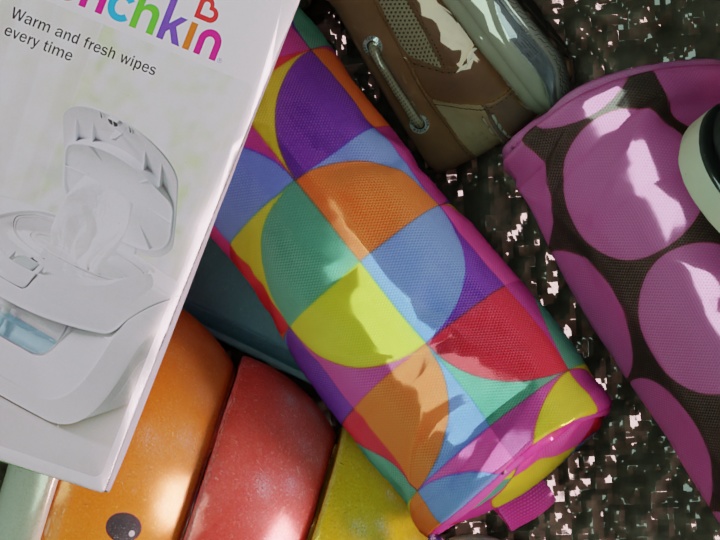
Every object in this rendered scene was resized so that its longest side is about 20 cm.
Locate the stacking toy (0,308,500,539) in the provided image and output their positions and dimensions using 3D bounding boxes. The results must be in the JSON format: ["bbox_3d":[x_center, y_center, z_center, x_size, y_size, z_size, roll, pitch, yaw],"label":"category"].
[{"bbox_3d":[-0.026,0.090,0.941,0.199,0.146,0.147,17,93,-1],"label":"stacking toy"}]

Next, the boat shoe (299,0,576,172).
[{"bbox_3d":[-0.008,-0.121,0.957,0.072,0.076,0.200,-40,77,12],"label":"boat shoe"}]

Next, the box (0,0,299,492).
[{"bbox_3d":[-0.113,-0.048,0.852,0.096,0.200,0.177,20,95,-25],"label":"box"}]

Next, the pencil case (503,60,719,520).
[{"bbox_3d":[0.133,0.022,0.902,0.093,0.091,0.201,-25,81,-28],"label":"pencil case"}]

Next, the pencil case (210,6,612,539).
[{"bbox_3d":[0.000,0.000,0.915,0.088,0.088,0.200,-38,81,11],"label":"pencil case"}]

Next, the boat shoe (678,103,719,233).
[{"bbox_3d":[0.191,0.007,0.848,0.201,0.074,0.063,40,130,-16],"label":"boat shoe"}]

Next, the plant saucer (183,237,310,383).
[{"bbox_3d":[-0.078,-0.025,1.000,0.199,0.019,0.070,25,94,14],"label":"plant saucer"}]
